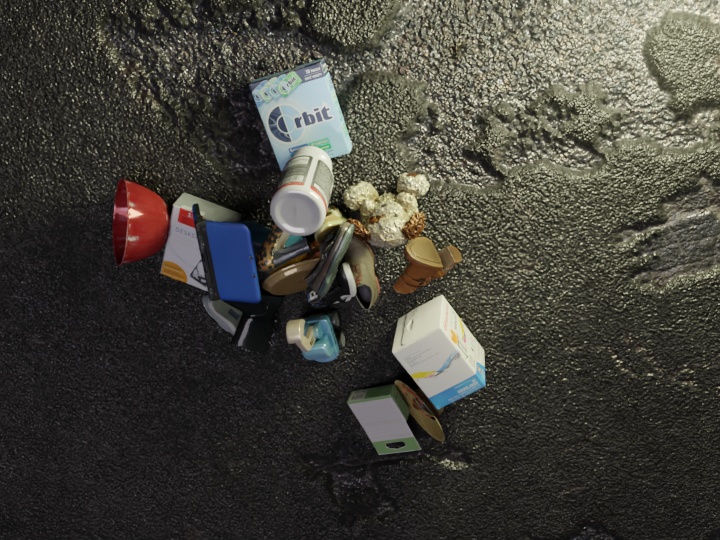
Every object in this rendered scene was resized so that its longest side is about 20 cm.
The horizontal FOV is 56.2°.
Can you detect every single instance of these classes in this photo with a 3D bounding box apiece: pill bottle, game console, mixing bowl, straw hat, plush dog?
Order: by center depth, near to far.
[{"bbox_3d":[-0.116,-0.173,1.416,0.114,0.201,0.117,3,127,5],"label":"pill bottle"},{"bbox_3d":[0.060,-0.109,1.485,0.196,0.173,0.163,-7,119,13],"label":"plush dog"},{"bbox_3d":[-0.305,-0.040,1.531,0.116,0.171,0.203,-11,120,-12],"label":"game console"},{"bbox_3d":[-0.517,-0.112,1.597,0.107,0.201,0.202,1,127,-30],"label":"mixing bowl"},{"bbox_3d":[0.182,0.341,1.765,0.085,0.200,0.203,-38,113,-17],"label":"straw hat"}]

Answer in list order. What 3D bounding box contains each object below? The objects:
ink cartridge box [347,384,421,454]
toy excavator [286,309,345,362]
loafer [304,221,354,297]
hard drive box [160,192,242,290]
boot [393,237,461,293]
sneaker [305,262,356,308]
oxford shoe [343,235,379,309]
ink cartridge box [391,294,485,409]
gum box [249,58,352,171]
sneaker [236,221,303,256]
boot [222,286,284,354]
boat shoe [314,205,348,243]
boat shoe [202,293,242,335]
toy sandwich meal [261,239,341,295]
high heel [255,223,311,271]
[{"bbox_3d":[0.070,0.408,1.837,0.144,0.048,0.202,-16,117,31],"label":"ink cartridge box"},{"bbox_3d":[-0.116,0.168,1.657,0.098,0.201,0.197,-9,118,14],"label":"toy excavator"},{"bbox_3d":[-0.073,-0.028,1.456,0.062,0.072,0.202,29,127,7],"label":"loafer"},{"bbox_3d":[-0.391,-0.065,1.647,0.153,0.077,0.202,19,121,-2],"label":"hard drive box"},{"bbox_3d":[0.126,0.000,1.542,0.154,0.075,0.198,-36,152,33],"label":"boot"},{"bbox_3d":[-0.074,0.046,1.584,0.110,0.200,0.074,-16,74,-10],"label":"sneaker"},{"bbox_3d":[0.000,0.000,1.614,0.069,0.075,0.202,-14,116,17],"label":"oxford shoe"},{"bbox_3d":[0.194,0.198,1.651,0.143,0.148,0.201,-30,111,24],"label":"ink cartridge box"},{"bbox_3d":[-0.127,-0.334,1.465,0.167,0.045,0.203,-12,118,16],"label":"gum box"},{"bbox_3d":[-0.227,-0.055,1.591,0.197,0.077,0.081,15,128,-29],"label":"sneaker"},{"bbox_3d":[-0.289,0.120,1.688,0.196,0.073,0.165,11,108,-34],"label":"boot"},{"bbox_3d":[-0.072,-0.110,1.491,0.073,0.201,0.064,-36,90,16],"label":"boat shoe"},{"bbox_3d":[-0.334,0.122,1.751,0.071,0.071,0.201,9,146,45],"label":"boat shoe"},{"bbox_3d":[-0.142,-0.009,1.587,0.203,0.204,0.071,-26,73,22],"label":"toy sandwich meal"},{"bbox_3d":[-0.202,-0.097,1.528,0.141,0.202,0.072,-24,150,5],"label":"high heel"}]
